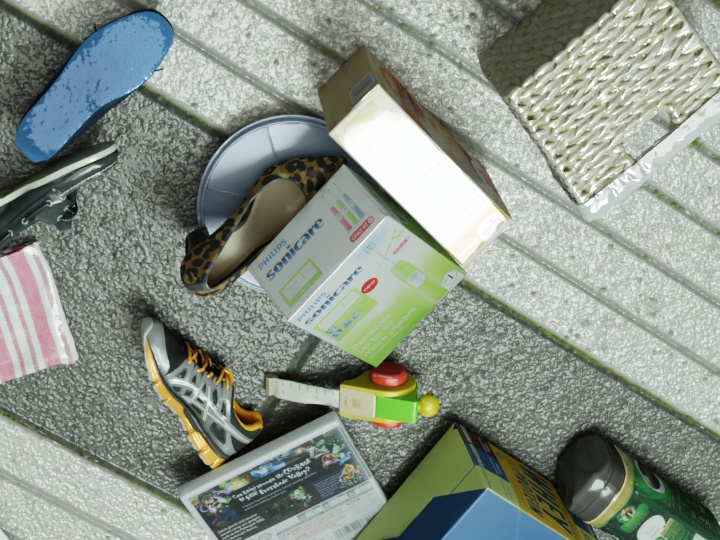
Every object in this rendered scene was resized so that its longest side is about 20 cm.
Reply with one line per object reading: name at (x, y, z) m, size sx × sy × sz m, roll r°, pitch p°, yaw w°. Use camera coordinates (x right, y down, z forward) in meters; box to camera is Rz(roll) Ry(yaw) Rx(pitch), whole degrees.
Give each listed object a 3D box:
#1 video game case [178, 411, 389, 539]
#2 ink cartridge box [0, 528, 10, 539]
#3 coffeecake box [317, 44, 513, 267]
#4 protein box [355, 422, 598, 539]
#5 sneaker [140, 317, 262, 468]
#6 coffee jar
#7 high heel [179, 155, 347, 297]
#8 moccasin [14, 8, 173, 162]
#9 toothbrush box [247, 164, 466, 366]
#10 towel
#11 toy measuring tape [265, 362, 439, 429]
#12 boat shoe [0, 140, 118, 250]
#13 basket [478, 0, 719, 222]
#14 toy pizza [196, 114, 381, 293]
video game case at (-0.080, 0.265, 1.728) m, size 0.198 × 0.023 × 0.183 m, roll -26°, pitch 128°, yaw 4°
ink cartridge box at (-0.474, 0.312, 1.686) m, size 0.145 × 0.048 × 0.201 m, roll -39°, pitch 114°, yaw -18°
coffeecake box at (0.054, -0.118, 1.546) m, size 0.073 × 0.154 × 0.200 m, roll -42°, pitch 110°, yaw 11°
protein box at (0.136, 0.323, 1.723) m, size 0.199 × 0.135 × 0.199 m, roll 33°, pitch 105°, yaw -25°
sneaker at (-0.178, 0.124, 1.661) m, size 0.077 × 0.079 × 0.201 m, roll -27°, pitch 122°, yaw 5°
coffee jar at (0.320, 0.276, 1.756) m, size 0.199 × 0.105 × 0.086 m, roll 34°, pitch 106°, yaw -17°
high heel at (-0.092, -0.043, 1.530) m, size 0.198 × 0.143 × 0.072 m, roll -31°, pitch 111°, yaw 5°
moccasin at (-0.273, -0.195, 1.529) m, size 0.199 × 0.068 × 0.081 m, roll -36°, pitch 103°, yaw 7°
toothbrush box at (0.000, 0.000, 1.565) m, size 0.146 × 0.086 × 0.200 m, roll -45°, pitch 148°, yaw 7°
towel at (-0.417, 0.062, 1.632) m, size 0.197 × 0.030 × 0.148 m, roll -16°, pitch 113°, yaw 0°
toy measuring tape at (-0.006, 0.133, 1.699) m, size 0.197 × 0.074 × 0.075 m, roll 8°, pitch 112°, yaw 15°
boat shoe at (-0.325, -0.066, 1.564) m, size 0.197 × 0.075 × 0.067 m, roll -27°, pitch 104°, yaw 8°
basket at (0.242, -0.189, 1.517) m, size 0.198 × 0.200 × 0.161 m, roll -39°, pitch 108°, yaw 9°
toy pizza at (-0.076, -0.070, 1.617) m, size 0.197 × 0.032 × 0.203 m, roll -2°, pitch 111°, yaw -6°
